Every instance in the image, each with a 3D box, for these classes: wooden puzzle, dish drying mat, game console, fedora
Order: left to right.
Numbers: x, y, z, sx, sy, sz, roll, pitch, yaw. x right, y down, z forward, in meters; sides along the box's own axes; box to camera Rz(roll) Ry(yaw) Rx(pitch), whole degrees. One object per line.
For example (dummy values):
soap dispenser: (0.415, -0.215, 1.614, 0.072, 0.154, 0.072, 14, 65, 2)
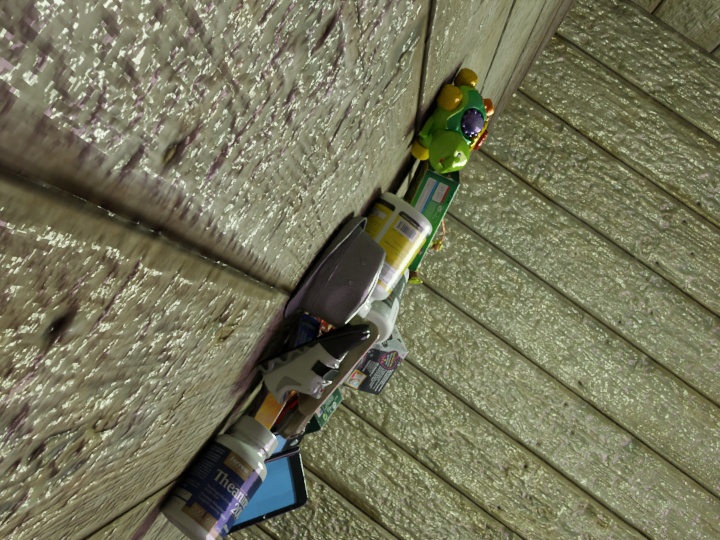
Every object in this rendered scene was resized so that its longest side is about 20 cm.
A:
game console: (-0.182, 0.388, 1.382, 0.197, 0.120, 0.172, -12, 148, -31)
dish drying mat: (-0.123, 0.264, 1.470, 0.199, 0.018, 0.076, -34, -177, -35)
wooden puzzle: (-0.050, 0.152, 1.257, 0.186, 0.037, 0.200, -49, -171, -4)
fedora: (-0.025, 0.017, 1.135, 0.201, 0.090, 0.177, -54, 174, -19)

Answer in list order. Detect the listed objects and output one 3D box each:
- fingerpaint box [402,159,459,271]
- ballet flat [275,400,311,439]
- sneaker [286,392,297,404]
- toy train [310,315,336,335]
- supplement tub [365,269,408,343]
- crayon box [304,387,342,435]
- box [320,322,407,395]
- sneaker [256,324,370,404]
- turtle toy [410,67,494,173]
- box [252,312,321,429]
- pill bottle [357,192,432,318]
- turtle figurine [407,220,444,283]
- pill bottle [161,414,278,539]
fingerpaint box: (0.123, -0.128, 1.426, 0.168, 0.072, 0.202, -78, -169, -62)
ballet flat: (-0.078, 0.231, 1.337, 0.201, 0.046, 0.067, -51, -168, 2)
sneaker: (-0.135, 0.209, 1.418, 0.112, 0.078, 0.201, -40, 158, -14)
toy train: (-0.066, 0.101, 1.488, 0.151, 0.055, 0.200, -58, 174, 29)
supplement tub: (0.028, 0.036, 1.470, 0.123, 0.121, 0.202, 119, -6, -50)
crayon box: (-0.146, 0.306, 1.534, 0.197, 0.052, 0.127, -22, -169, 27)
box: (0.005, 0.146, 1.588, 0.133, 0.113, 0.201, -57, -148, 24)
sneaker: (-0.061, 0.149, 1.144, 0.197, 0.090, 0.074, -25, 178, 19)
turtle toy: (0.157, -0.234, 1.220, 0.200, 0.100, 0.147, -51, 173, -45)
box: (-0.126, 0.168, 1.272, 0.202, 0.041, 0.120, -61, -169, 26)
pill bottle: (0.028, -0.024, 1.267, 0.202, 0.112, 0.112, -55, 175, -3)
turtle figurine: (0.111, -0.064, 1.605, 0.199, 0.063, 0.164, 31, 70, -49)
pill bottle: (-0.225, 0.345, 1.206, 0.201, 0.110, 0.111, -53, 175, -28)
